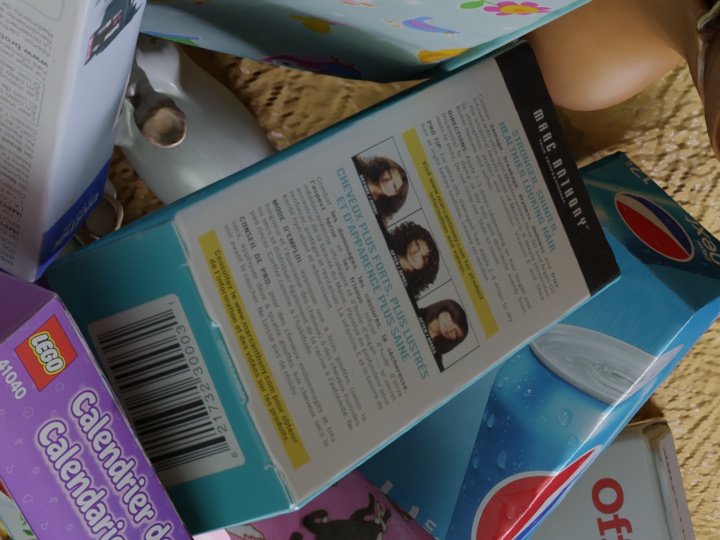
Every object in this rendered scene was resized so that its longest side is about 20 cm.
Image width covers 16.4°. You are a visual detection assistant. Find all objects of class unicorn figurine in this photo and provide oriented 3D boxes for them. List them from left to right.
[{"bbox_3d":[-0.050,-0.026,0.806,0.074,0.137,0.200,-26,119,0],"label":"unicorn figurine"}]

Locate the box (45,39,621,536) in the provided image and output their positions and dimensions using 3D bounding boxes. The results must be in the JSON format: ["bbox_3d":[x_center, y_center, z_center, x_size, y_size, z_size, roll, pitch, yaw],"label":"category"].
[{"bbox_3d":[0.000,0.000,0.712,0.049,0.200,0.082,-19,96,35],"label":"box"}]

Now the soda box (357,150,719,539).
[{"bbox_3d":[0.046,0.056,0.885,0.200,0.068,0.064,-53,166,27],"label":"soda box"}]

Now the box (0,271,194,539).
[{"bbox_3d":[-0.121,0.046,0.675,0.200,0.039,0.137,19,143,46],"label":"box"}]

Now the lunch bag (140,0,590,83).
[{"bbox_3d":[-0.012,-0.107,0.668,0.160,0.077,0.200,9,173,-19],"label":"lunch bag"}]

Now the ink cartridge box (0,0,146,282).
[{"bbox_3d":[-0.112,-0.072,0.608,0.119,0.042,0.200,32,144,7],"label":"ink cartridge box"}]

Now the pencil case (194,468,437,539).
[{"bbox_3d":[-0.057,0.075,0.803,0.200,0.087,0.083,41,162,-17],"label":"pencil case"}]

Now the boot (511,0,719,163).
[{"bbox_3d":[0.104,-0.070,0.711,0.073,0.155,0.200,14,140,-20],"label":"boot"}]

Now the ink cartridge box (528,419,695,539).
[{"bbox_3d":[0.040,0.149,0.991,0.199,0.145,0.084,-13,177,14],"label":"ink cartridge box"}]

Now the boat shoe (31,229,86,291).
[{"bbox_3d":[-0.129,-0.027,0.723,0.068,0.200,0.075,-29,163,-3],"label":"boat shoe"}]
